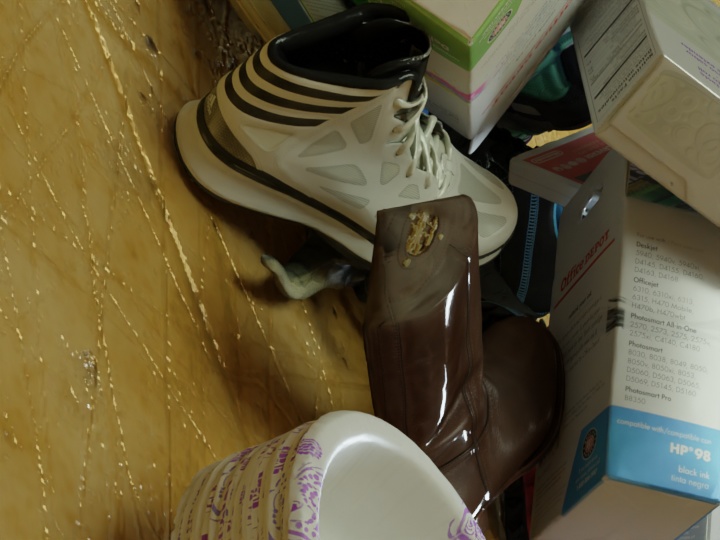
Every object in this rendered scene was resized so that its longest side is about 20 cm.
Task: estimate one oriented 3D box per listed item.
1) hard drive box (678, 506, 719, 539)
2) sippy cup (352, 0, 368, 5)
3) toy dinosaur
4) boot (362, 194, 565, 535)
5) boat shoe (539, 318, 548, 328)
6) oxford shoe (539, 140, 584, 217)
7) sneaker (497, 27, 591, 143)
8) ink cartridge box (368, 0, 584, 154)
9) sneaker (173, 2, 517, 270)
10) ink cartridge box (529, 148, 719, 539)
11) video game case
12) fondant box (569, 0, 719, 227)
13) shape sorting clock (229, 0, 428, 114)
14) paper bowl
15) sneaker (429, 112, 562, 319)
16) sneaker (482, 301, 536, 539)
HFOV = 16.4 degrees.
[{"bbox_3d":[0.204,0.181,1.478,0.156,0.077,0.201,46,44,-44],"label":"hard drive box"},{"bbox_3d":[0.034,-0.221,1.385,0.178,0.130,0.140,37,20,-42],"label":"sippy cup"},{"bbox_3d":[0.000,0.000,1.290,0.088,0.047,0.200,49,23,-4],"label":"toy dinosaur"},{"bbox_3d":[0.051,0.024,1.210,0.187,0.064,0.200,-65,154,-44],"label":"boot"},{"bbox_3d":[0.141,0.059,1.552,0.200,0.062,0.075,-32,103,-54],"label":"boat shoe"},{"bbox_3d":[0.141,-0.040,1.567,0.075,0.058,0.200,44,-15,-16],"label":"oxford shoe"},{"bbox_3d":[0.108,-0.109,1.545,0.088,0.074,0.200,63,-11,-28],"label":"sneaker"},{"bbox_3d":[0.063,-0.144,1.275,0.067,0.117,0.200,35,-10,10],"label":"ink cartridge box"},{"bbox_3d":[0.021,-0.062,1.217,0.200,0.115,0.076,16,51,-35],"label":"sneaker"},{"bbox_3d":[0.145,0.041,1.313,0.066,0.116,0.201,13,64,-11],"label":"ink cartridge box"},{"bbox_3d":[0.203,-0.044,1.413,0.143,0.200,0.018,-22,126,-41],"label":"video game case"},{"bbox_3d":[0.187,-0.089,1.334,0.144,0.058,0.200,35,21,-15],"label":"fondant box"},{"bbox_3d":[-0.028,-0.134,1.347,0.200,0.039,0.200,50,18,-22],"label":"shape sorting clock"},{"bbox_3d":[-0.012,0.165,0.992,0.201,0.104,0.201,51,25,-36],"label":"paper bowl"},{"bbox_3d":[0.077,-0.063,1.494,0.200,0.082,0.073,57,24,-18],"label":"sneaker"},{"bbox_3d":[0.115,0.106,1.408,0.201,0.079,0.095,68,18,4],"label":"sneaker"}]
